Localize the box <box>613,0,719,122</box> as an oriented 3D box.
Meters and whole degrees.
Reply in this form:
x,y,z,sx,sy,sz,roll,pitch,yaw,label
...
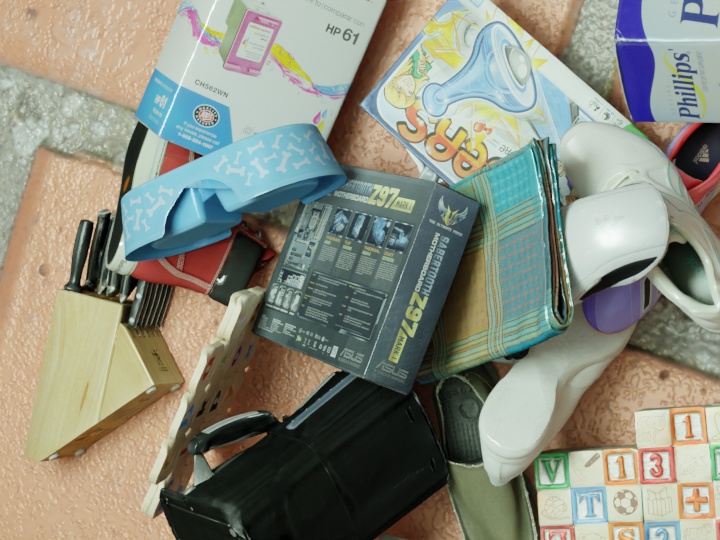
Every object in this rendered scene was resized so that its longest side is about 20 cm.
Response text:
x,y,z,sx,sy,sz,roll,pitch,yaw,label
0.303,-0.216,1.286,0.198,0.105,0.186,2,62,20,box

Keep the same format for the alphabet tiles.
x,y,z,sx,sy,sz,roll,pitch,yaw,label
-0.129,0.108,1.420,0.014,0.196,0.202,25,97,7,alphabet tiles

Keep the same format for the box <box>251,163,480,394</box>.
x,y,z,sx,sy,sz,roll,pitch,yaw,label
0.000,0.000,1.355,0.199,0.051,0.159,15,84,59,box

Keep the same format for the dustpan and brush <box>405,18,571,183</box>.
x,y,z,sx,sy,sz,roll,pitch,yaw,label
0.074,-0.104,1.423,0.139,0.057,0.202,27,98,18,dustpan and brush

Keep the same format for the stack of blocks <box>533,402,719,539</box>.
x,y,z,sx,sy,sz,roll,pitch,yaw,label
0.241,0.167,1.355,0.198,0.058,0.117,-6,86,20,stack of blocks

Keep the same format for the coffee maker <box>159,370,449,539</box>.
x,y,z,sx,sy,sz,roll,pitch,yaw,label
-0.027,0.181,1.355,0.199,0.136,0.191,-36,46,-27,coffee maker

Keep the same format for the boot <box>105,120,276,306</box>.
x,y,z,sx,sy,sz,roll,pitch,yaw,label
-0.137,-0.069,1.503,0.143,0.072,0.202,18,61,-19,boot

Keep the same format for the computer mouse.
x,y,z,sx,sy,sz,roll,pitch,yaw,label
0.149,-0.011,1.267,0.200,0.043,0.111,-33,59,49,computer mouse

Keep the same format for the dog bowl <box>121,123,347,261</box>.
x,y,z,sx,sy,sz,roll,pitch,yaw,label
-0.107,-0.063,1.366,0.198,0.111,0.050,-21,83,24,dog bowl

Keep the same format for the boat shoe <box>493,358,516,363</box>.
x,y,z,sx,sy,sz,roll,pitch,yaw,label
0.054,0.024,1.419,0.198,0.073,0.068,16,96,20,boat shoe

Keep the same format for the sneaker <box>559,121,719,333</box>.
x,y,z,sx,sy,sz,roll,pitch,yaw,label
0.219,-0.039,1.270,0.070,0.080,0.201,-45,71,15,sneaker

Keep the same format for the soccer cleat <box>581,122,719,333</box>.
x,y,z,sx,sy,sz,roll,pitch,yaw,label
0.234,-0.043,1.335,0.066,0.077,0.201,34,84,19,soccer cleat

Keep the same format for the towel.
x,y,z,sx,sy,sz,roll,pitch,yaw,label
0.090,-0.002,1.304,0.199,0.021,0.148,-26,65,55,towel

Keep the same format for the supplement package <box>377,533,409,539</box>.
x,y,z,sx,sy,sz,roll,pitch,yaw,label
0.077,0.340,1.343,0.198,0.147,0.194,9,107,20,supplement package

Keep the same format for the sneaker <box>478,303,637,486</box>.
x,y,z,sx,sy,sz,roll,pitch,yaw,label
0.154,0.087,1.366,0.075,0.089,0.200,31,60,20,sneaker

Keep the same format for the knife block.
x,y,z,sx,sy,sz,roll,pitch,yaw,label
-0.246,0.052,1.534,0.199,0.064,0.177,-34,77,16,knife block

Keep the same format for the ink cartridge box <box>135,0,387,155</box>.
x,y,z,sx,sy,sz,roll,pitch,yaw,label
-0.081,-0.187,1.434,0.143,0.085,0.202,21,96,-25,ink cartridge box

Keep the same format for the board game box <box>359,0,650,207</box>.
x,y,z,sx,sy,sz,roll,pitch,yaw,label
0.116,-0.118,1.381,0.200,0.034,0.136,41,92,6,board game box

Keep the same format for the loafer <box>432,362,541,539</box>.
x,y,z,sx,sy,sz,roll,pitch,yaw,label
0.097,0.168,1.402,0.075,0.070,0.202,-21,82,18,loafer
